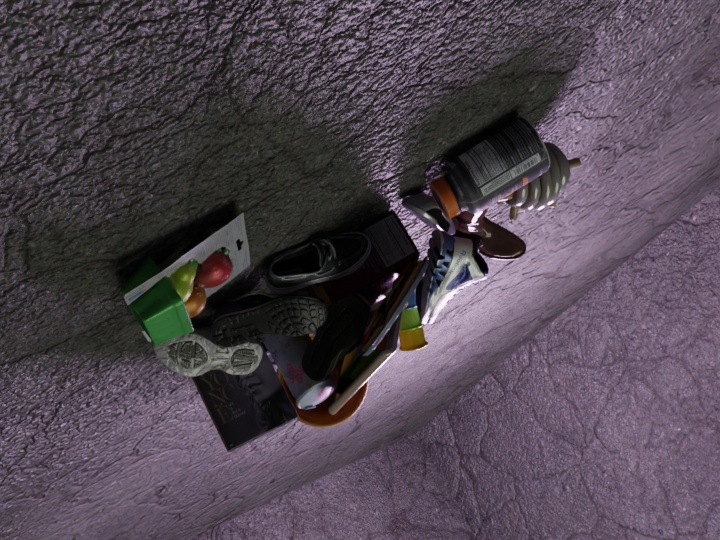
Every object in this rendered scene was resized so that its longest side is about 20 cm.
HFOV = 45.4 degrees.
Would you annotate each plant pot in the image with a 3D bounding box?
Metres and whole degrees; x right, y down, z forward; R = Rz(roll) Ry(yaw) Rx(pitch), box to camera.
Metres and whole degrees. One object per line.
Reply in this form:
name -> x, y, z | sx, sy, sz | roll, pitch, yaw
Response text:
plant pot -> -0.093, 0.240, 1.915 | 0.198, 0.203, 0.183 | -28, 179, -11

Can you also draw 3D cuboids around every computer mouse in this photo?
computer mouse -> 0.145, -0.097, 1.572 | 0.044, 0.109, 0.199 | -58, 144, 0

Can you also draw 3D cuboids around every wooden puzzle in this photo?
wooden puzzle -> 0.011, 0.152, 1.590 | 0.185, 0.037, 0.201 | -49, -172, 28

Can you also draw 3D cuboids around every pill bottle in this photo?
pill bottle -> 0.217, -0.169, 1.480 | 0.198, 0.107, 0.106 | -31, 162, -2

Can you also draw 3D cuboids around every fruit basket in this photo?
fruit basket -> -0.245, 0.008, 1.242 | 0.200, 0.094, 0.186 | -43, 166, -18

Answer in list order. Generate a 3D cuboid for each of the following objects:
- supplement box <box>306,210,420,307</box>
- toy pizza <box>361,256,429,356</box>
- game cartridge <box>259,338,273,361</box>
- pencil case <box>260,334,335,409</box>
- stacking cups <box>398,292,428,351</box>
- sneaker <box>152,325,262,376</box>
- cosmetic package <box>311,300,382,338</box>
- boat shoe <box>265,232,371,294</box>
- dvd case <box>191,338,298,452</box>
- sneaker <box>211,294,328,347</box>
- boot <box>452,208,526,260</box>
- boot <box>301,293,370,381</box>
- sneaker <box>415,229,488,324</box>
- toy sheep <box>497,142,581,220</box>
supplement box -> 0.000, 0.000, 1.560 | 0.198, 0.104, 0.131 | -28, 161, -8
toy pizza -> 0.052, 0.056, 1.463 | 0.202, 0.031, 0.200 | -56, 180, 0
game cartridge -> -0.217, 0.174, 1.727 | 0.198, 0.042, 0.132 | -18, 170, -46
pencil case -> -0.126, 0.160, 1.619 | 0.091, 0.201, 0.083 | -46, 151, 22
stacking cups -> 0.089, 0.051, 1.671 | 0.059, 0.204, 0.061 | -9, -170, 2
sneaker -> -0.274, 0.132, 1.494 | 0.197, 0.099, 0.079 | 14, 103, -35
cosmetic package -> -0.001, 0.075, 1.720 | 0.197, 0.089, 0.103 | -25, -164, -20
boat shoe -> -0.068, -0.023, 1.455 | 0.197, 0.073, 0.068 | -18, 160, -18
dvd case -> -0.221, 0.212, 1.584 | 0.147, 0.202, 0.016 | -21, 161, -27
sneaker -> -0.154, 0.064, 1.460 | 0.196, 0.088, 0.077 | -8, 119, -2
boot -> 0.235, -0.097, 1.619 | 0.201, 0.183, 0.065 | 84, 26, -70
boot -> -0.019, 0.094, 1.530 | 0.138, 0.078, 0.201 | -32, 166, -51
sneaker -> 0.172, 0.016, 1.580 | 0.113, 0.081, 0.202 | 3, 131, -13
toy sheep -> 0.321, -0.174, 1.601 | 0.197, 0.140, 0.138 | -21, 160, -18
